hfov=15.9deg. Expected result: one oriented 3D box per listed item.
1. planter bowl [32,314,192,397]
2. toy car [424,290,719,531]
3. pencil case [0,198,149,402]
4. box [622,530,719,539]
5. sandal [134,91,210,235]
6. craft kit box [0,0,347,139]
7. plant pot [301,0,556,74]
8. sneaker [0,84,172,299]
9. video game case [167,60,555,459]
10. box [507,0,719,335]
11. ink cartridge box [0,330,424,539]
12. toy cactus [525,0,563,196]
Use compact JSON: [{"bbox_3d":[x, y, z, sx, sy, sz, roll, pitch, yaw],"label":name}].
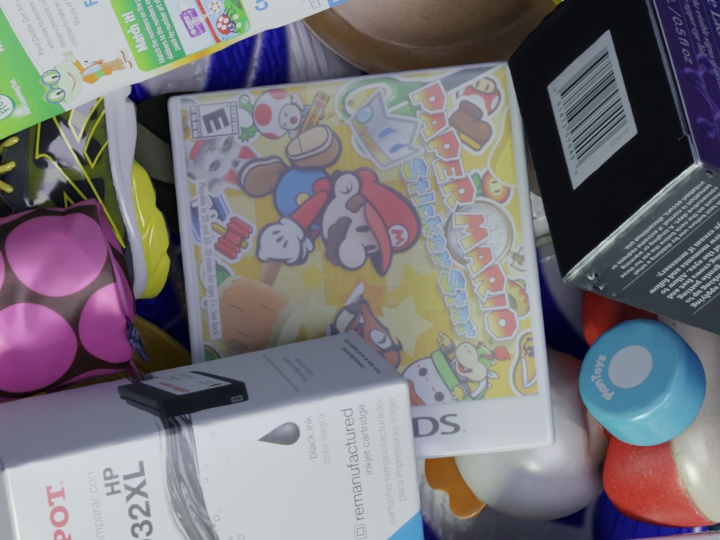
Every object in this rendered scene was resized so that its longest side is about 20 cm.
[{"bbox_3d":[-0.165,0.119,1.355,0.200,0.083,0.200,4,69,-11],"label":"planter bowl"},{"bbox_3d":[0.119,0.067,1.417,0.200,0.177,0.184,-14,147,25],"label":"toy car"},{"bbox_3d":[-0.208,0.032,1.251,0.200,0.091,0.094,-12,122,-9],"label":"pencil case"},{"bbox_3d":[0.117,0.196,1.426,0.144,0.200,0.036,-3,64,-14],"label":"box"},{"bbox_3d":[-0.031,-0.046,1.371,0.201,0.057,0.080,9,87,-2],"label":"sandal"},{"bbox_3d":[-0.119,-0.167,1.193,0.197,0.049,0.200,-24,142,-4],"label":"craft kit box"},{"bbox_3d":[0.043,-0.198,1.371,0.200,0.027,0.200,-4,106,-14],"label":"plant pot"},{"bbox_3d":[-0.160,-0.066,1.311,0.085,0.074,0.200,-26,106,-28],"label":"sneaker"},{"bbox_3d":[0.000,0.000,1.325,0.182,0.023,0.200,-6,87,2],"label":"video game case"},{"bbox_3d":[0.190,-0.053,1.288,0.200,0.148,0.104,16,136,-34],"label":"box"},{"bbox_3d":[-0.076,0.126,1.247,0.200,0.084,0.145,-11,109,-16],"label":"ink cartridge box"},{"bbox_3d":[0.145,-0.109,1.388,0.165,0.102,0.200,-40,144,20],"label":"toy cactus"}]
